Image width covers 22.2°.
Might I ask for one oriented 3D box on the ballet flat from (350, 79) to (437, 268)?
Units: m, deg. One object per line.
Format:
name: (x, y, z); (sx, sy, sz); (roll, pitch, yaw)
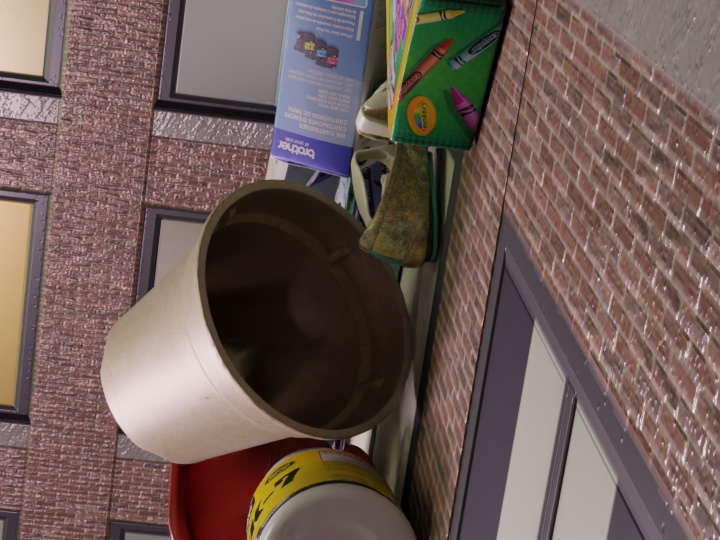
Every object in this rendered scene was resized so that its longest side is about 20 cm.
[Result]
ballet flat: (0.026, -0.092, 1.365); (0.071, 0.071, 0.200); (106, 169, -57)

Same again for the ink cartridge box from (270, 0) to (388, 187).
ink cartridge box: (-0.004, -0.158, 1.447); (0.136, 0.076, 0.200); (-33, -46, -60)

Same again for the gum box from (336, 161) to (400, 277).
gum box: (0.000, 0.000, 1.607); (0.170, 0.044, 0.200); (-94, 12, -56)

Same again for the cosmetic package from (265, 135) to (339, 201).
cosmetic package: (-0.045, -0.060, 1.803); (0.200, 0.105, 0.071); (110, 161, -59)

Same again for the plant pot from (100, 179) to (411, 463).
plant pot: (-0.096, 0.058, 1.395); (0.183, 0.200, 0.201); (-28, 48, 42)

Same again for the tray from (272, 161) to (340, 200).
tray: (-0.033, -0.137, 1.526); (0.107, 0.022, 0.200); (6, -81, -69)

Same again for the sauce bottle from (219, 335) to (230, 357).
sauce bottle: (-0.108, 0.050, 1.544); (0.200, 0.066, 0.066); (-38, -22, -32)

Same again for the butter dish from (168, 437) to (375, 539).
butter dish: (-0.054, 0.191, 1.506); (0.200, 0.148, 0.200); (53, -163, -30)

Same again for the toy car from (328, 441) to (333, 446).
toy car: (-0.066, 0.087, 1.780); (0.200, 0.184, 0.177); (-53, 13, 11)

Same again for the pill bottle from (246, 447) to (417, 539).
pill bottle: (-0.024, 0.190, 1.306); (0.200, 0.114, 0.115); (-143, 59, -83)

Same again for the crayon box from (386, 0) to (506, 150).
crayon box: (0.054, -0.191, 1.240); (0.200, 0.058, 0.119); (-90, 9, -46)
